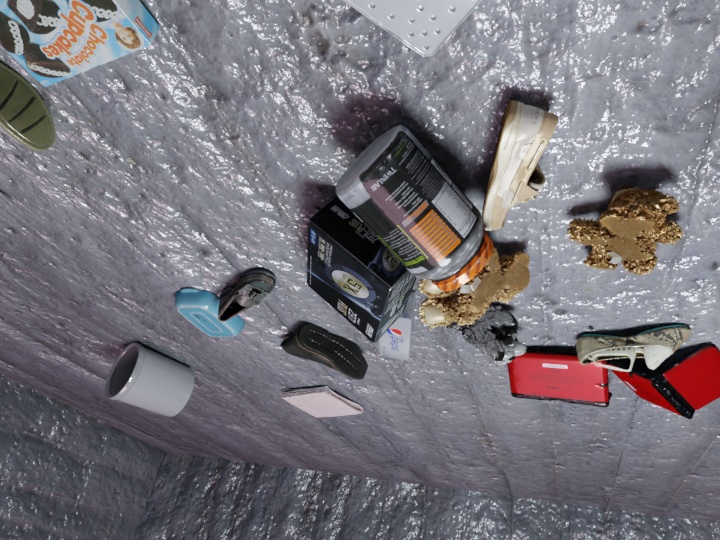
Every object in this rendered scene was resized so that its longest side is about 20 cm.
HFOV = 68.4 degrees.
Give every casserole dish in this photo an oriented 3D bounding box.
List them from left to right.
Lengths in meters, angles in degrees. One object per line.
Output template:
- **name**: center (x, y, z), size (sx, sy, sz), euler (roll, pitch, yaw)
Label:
- **casserole dish**: center (-0.361, 0.109, 1.262), size (0.120, 0.039, 0.201), euler (-3, 145, 22)

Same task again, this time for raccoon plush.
- **raccoon plush**: center (0.235, 0.115, 1.053), size (0.199, 0.097, 0.134), euler (35, 170, 20)

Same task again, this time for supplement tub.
- **supplement tub**: center (0.074, -0.075, 0.686), size (0.200, 0.123, 0.122), euler (45, 139, -17)

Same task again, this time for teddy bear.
- **teddy bear**: center (0.170, 0.019, 0.827), size (0.067, 0.199, 0.146), euler (29, 146, 58)
- **teddy bear**: center (0.366, -0.053, 0.731), size (0.144, 0.067, 0.200), euler (-1, 154, 38)

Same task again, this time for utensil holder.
- **utensil holder**: center (-0.628, 0.334, 1.596), size (0.169, 0.171, 0.199), euler (-17, 140, 39)

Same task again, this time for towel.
- **towel**: center (-0.122, 0.419, 1.684), size (0.199, 0.033, 0.191), euler (-15, 139, 36)

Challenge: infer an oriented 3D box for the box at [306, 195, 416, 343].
- **box**: center (0.000, 0.000, 0.846), size (0.163, 0.086, 0.201), euler (40, 153, 15)

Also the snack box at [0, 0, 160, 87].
- **snack box**: center (-0.344, -0.291, 0.611), size (0.198, 0.037, 0.116), euler (-6, 145, 27)

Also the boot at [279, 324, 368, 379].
- **boot**: center (-0.091, 0.206, 1.301), size (0.199, 0.078, 0.138), euler (39, 146, -15)

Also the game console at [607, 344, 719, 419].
- **game console**: center (0.642, 0.212, 1.093), size (0.199, 0.119, 0.172), euler (36, 173, -33)

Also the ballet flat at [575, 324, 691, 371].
- **ballet flat**: center (0.506, 0.152, 0.988), size (0.198, 0.076, 0.068), euler (-11, 141, 33)

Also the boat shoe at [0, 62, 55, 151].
- **boat shoe**: center (-0.509, -0.246, 0.718), size (0.068, 0.075, 0.201), euler (-1, 140, 32)

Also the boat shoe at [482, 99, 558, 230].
- **boat shoe**: center (0.197, -0.117, 0.665), size (0.068, 0.074, 0.201), euler (12, 149, 11)

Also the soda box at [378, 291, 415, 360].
- **soda box**: center (0.075, 0.115, 1.091), size (0.067, 0.064, 0.201), euler (8, 148, 9)

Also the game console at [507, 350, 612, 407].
- **game console**: center (0.438, 0.227, 1.162), size (0.198, 0.119, 0.174), euler (-1, 116, 28)

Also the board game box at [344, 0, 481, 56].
- **board game box**: center (0.042, -0.311, 0.454), size (0.199, 0.026, 0.200), euler (26, 146, -21)

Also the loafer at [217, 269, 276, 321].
- **loafer**: center (-0.242, 0.060, 1.115), size (0.072, 0.063, 0.199), euler (30, 145, -27)
